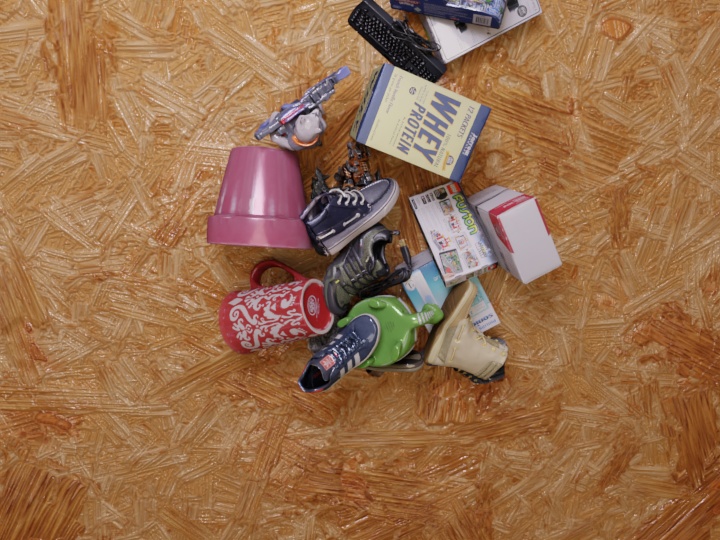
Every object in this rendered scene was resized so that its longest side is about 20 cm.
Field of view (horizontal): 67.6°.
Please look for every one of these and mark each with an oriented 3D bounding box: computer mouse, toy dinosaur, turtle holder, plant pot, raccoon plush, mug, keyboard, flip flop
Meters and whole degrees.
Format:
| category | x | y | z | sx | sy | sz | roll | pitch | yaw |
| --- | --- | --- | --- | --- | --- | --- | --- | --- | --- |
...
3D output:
| category | x | y | z | sx | sy | sz | roll | pitch | yaw |
| --- | --- | --- | --- | --- | --- | --- | --- | --- | --- |
| computer mouse | 0.019 | -0.048 | 1.079 | 0.140 | 0.046 | 0.201 | -21 | 87 | 19 |
| toy dinosaur | -0.026 | -0.154 | 1.049 | 0.135 | 0.102 | 0.201 | 3 | 63 | -11 |
| turtle holder | 0.059 | 0.105 | 1.078 | 0.141 | 0.132 | 0.186 | 45 | 114 | 18 |
| plant pot | -0.185 | -0.133 | 1.017 | 0.199 | 0.200 | 0.180 | 2 | 91 | -5 |
| raccoon plush | -0.067 | 0.085 | 1.111 | 0.096 | 0.134 | 0.201 | 4 | 107 | -5 |
| mug | -0.168 | 0.067 | 1.063 | 0.199 | 0.133 | 0.178 | -13 | 94 | 31 |
| keyboard | 0.067 | -0.413 | 0.987 | 0.200 | 0.104 | 0.040 | 36 | 61 | -13 |
| flip flop | 0.044 | 0.199 | 1.147 | 0.199 | 0.081 | 0.058 | 0 | 119 | 30 |

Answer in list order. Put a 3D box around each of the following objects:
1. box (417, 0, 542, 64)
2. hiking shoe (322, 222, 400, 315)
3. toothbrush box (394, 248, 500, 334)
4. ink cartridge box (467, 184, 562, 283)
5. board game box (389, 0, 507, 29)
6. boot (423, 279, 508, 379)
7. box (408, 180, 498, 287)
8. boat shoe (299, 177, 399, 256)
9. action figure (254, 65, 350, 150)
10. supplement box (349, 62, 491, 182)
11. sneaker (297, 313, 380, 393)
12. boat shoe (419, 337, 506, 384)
| category | x | y | z | sx | sy | sz | roll | pitch | yaw |
| --- | --- | --- | --- | --- | --- | --- | --- | --- | --- |
| box | 0.217 | -0.481 | 0.997 | 0.200 | 0.060 | 0.117 | -28 | 107 | 4 |
| hiking shoe | 0.000 | 0.000 | 1.015 | 0.076 | 0.101 | 0.201 | 13 | 101 | -53 |
| toothbrush box | 0.184 | 0.052 | 1.148 | 0.146 | 0.085 | 0.200 | -28 | 109 | 5 |
| ink cartridge box | 0.292 | -0.079 | 1.057 | 0.083 | 0.200 | 0.147 | -27 | 108 | 1 |
| board game box | 0.171 | -0.541 | 0.928 | 0.199 | 0.062 | 0.201 | 15 | 86 | 10 |
| boot | 0.232 | 0.125 | 1.088 | 0.155 | 0.073 | 0.200 | 19 | 112 | -7 |
| box | 0.181 | -0.076 | 1.069 | 0.110 | 0.035 | 0.201 | -20 | 66 | 2 |
| boat shoe | -0.018 | -0.119 | 0.972 | 0.200 | 0.075 | 0.093 | -44 | 136 | -10 |
| action figure | -0.084 | -0.270 | 0.969 | 0.200 | 0.194 | 0.105 | -34 | 108 | 6 |
| supplement box | 0.098 | -0.269 | 0.980 | 0.199 | 0.200 | 0.135 | 19 | 104 | -10 |
| sneaker | -0.042 | 0.162 | 1.010 | 0.075 | 0.084 | 0.200 | 45 | 106 | 19 |
| boat shoe | 0.233 | 0.212 | 1.207 | 0.199 | 0.071 | 0.091 | -6 | 104 | -5 |
